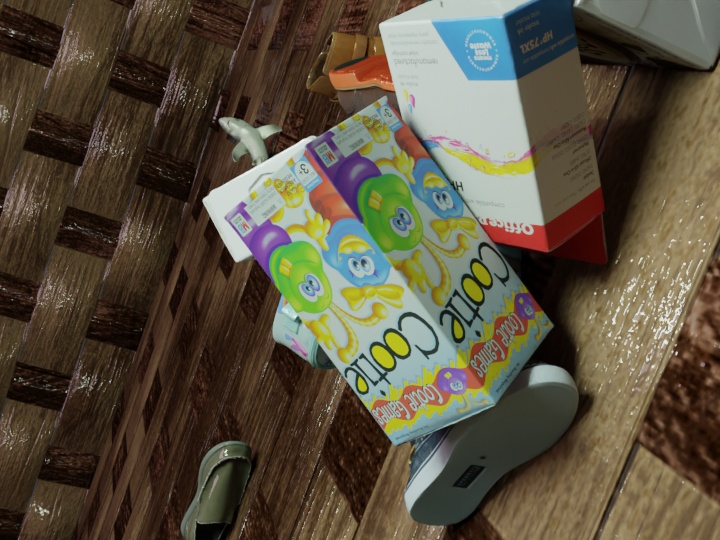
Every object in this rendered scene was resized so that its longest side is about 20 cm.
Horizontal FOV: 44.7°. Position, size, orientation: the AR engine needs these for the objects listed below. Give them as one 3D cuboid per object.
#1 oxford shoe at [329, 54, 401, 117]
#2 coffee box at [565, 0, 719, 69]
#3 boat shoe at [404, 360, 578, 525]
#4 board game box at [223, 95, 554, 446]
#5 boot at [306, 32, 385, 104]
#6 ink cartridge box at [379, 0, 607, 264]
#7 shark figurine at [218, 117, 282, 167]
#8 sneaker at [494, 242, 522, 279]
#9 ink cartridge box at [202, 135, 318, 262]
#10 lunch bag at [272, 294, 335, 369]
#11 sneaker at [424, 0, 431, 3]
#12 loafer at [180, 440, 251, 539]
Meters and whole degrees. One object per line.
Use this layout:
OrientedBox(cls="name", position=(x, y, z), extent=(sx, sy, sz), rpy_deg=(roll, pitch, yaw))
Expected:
OrientedBox(cls="oxford shoe", position=(0.044, -0.169, 0.865), extent=(0.200, 0.071, 0.073), rpy_deg=(26, 139, 56))
OrientedBox(cls="coffee box", position=(0.171, -0.207, 0.650), extent=(0.080, 0.113, 0.200), rpy_deg=(-69, 19, 9))
OrientedBox(cls="boat shoe", position=(0.086, 0.108, 0.665), extent=(0.091, 0.071, 0.200), rpy_deg=(-94, 28, -42))
OrientedBox(cls="board game box", position=(0.021, 0.001, 0.607), extent=(0.103, 0.200, 0.105), rpy_deg=(-33, 6, 44))
OrientedBox(cls="boot", position=(0.041, -0.238, 0.959), extent=(0.200, 0.155, 0.077), rpy_deg=(-44, 33, 53))
OrientedBox(cls="ink cartridge box", position=(0.096, -0.086, 0.611), extent=(0.116, 0.067, 0.201), rpy_deg=(14, 128, 49))
OrientedBox(cls="shark figurine", position=(-0.213, -0.211, 1.781), extent=(0.090, 0.128, 0.215), rpy_deg=(87, 175, -73))
OrientedBox(cls="sneaker", position=(0.067, 0.046, 0.763), extent=(0.200, 0.079, 0.096), rpy_deg=(-52, 30, 45))
OrientedBox(cls="ink cartridge box", position=(-0.069, -0.080, 1.011), extent=(0.146, 0.084, 0.200), rpy_deg=(-28, -2, 14))
OrientedBox(cls="lunch bag", position=(0.000, 0.000, 0.846), extent=(0.077, 0.160, 0.201), rpy_deg=(28, 110, 30))
OrientedBox(cls="sneaker", position=(0.093, -0.274, 0.813), extent=(0.091, 0.076, 0.201), rpy_deg=(134, 153, -62))
OrientedBox(cls="loafer", position=(-0.201, 0.334, 1.265), extent=(0.070, 0.075, 0.200), rpy_deg=(55, 130, 52))
